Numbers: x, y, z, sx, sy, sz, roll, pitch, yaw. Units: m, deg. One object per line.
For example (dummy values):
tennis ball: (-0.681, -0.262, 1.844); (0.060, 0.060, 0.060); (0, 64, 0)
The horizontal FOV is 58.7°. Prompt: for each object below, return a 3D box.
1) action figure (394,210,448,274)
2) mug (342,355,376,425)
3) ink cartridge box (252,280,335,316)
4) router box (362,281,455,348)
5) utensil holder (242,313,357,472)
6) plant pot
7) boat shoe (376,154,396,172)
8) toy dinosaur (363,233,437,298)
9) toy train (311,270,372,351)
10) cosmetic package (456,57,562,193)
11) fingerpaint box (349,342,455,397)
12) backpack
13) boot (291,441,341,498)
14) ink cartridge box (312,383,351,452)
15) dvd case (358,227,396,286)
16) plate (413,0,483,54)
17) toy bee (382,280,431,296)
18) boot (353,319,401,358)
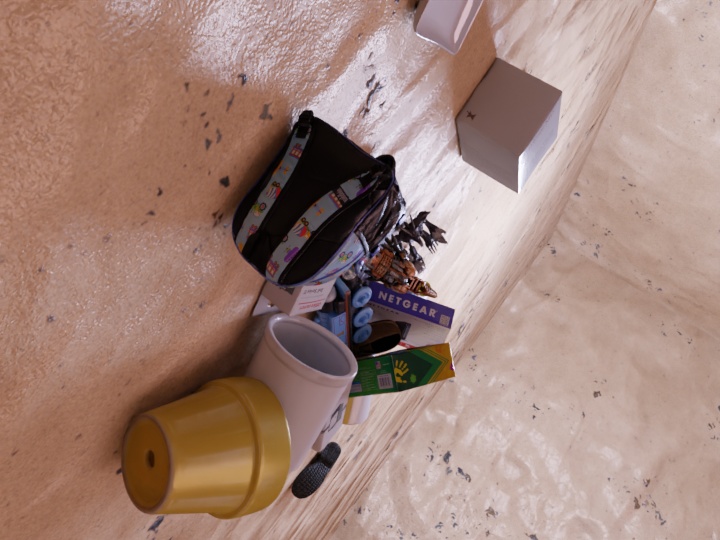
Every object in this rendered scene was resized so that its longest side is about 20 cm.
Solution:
action figure: (0.136, -0.062, 1.429); (0.119, 0.102, 0.200); (-46, 163, 3)
mug: (-0.035, 0.244, 1.433); (0.186, 0.146, 0.157); (-28, 140, -66)
ink cartridge box: (-0.085, 0.001, 1.032); (0.204, 0.067, 0.116); (-62, 160, 15)
router box: (0.096, 0.111, 1.420); (0.181, 0.194, 0.050); (100, 10, -62)
utensil holder: (-0.121, 0.205, 1.063); (0.204, 0.168, 0.169); (-60, 160, 15)
plant pot: (-0.231, 0.262, 0.928); (0.186, 0.200, 0.205); (7, 117, -51)
boat shoe: (0.006, -0.142, 1.037); (0.199, 0.069, 0.068); (-34, 144, -50)
toy dinosaur: (0.069, 0.008, 1.258); (0.101, 0.136, 0.202); (-38, 117, -3)
toy train: (-0.039, 0.085, 1.233); (0.112, 0.087, 0.204); (-26, 141, -22)
cosmetic package: (0.323, -0.310, 1.398); (0.169, 0.165, 0.200); (-54, 160, -5)
fingerpaint box: (0.066, 0.203, 1.305); (0.163, 0.076, 0.198); (-6, 171, -38)
backpack: (-0.057, -0.067, 0.825); (0.202, 0.181, 0.135); (-51, 154, -5)
boot: (-0.127, 0.605, 1.888); (0.200, 0.067, 0.132); (-44, 163, -30)
ink cartridge box: (-0.101, 0.235, 1.244); (0.084, 0.144, 0.203); (-41, 156, -37)
dvd case: (0.000, 0.000, 1.318); (0.148, 0.016, 0.204); (-22, 140, -60)
plate: (0.151, -0.444, 0.969); (0.198, 0.032, 0.204); (-18, 137, -63)
toy bee: (0.100, 0.036, 1.475); (0.202, 0.126, 0.112); (99, -8, -56)
boot: (-0.008, 0.153, 1.336); (0.194, 0.076, 0.076); (-16, -168, -5)
